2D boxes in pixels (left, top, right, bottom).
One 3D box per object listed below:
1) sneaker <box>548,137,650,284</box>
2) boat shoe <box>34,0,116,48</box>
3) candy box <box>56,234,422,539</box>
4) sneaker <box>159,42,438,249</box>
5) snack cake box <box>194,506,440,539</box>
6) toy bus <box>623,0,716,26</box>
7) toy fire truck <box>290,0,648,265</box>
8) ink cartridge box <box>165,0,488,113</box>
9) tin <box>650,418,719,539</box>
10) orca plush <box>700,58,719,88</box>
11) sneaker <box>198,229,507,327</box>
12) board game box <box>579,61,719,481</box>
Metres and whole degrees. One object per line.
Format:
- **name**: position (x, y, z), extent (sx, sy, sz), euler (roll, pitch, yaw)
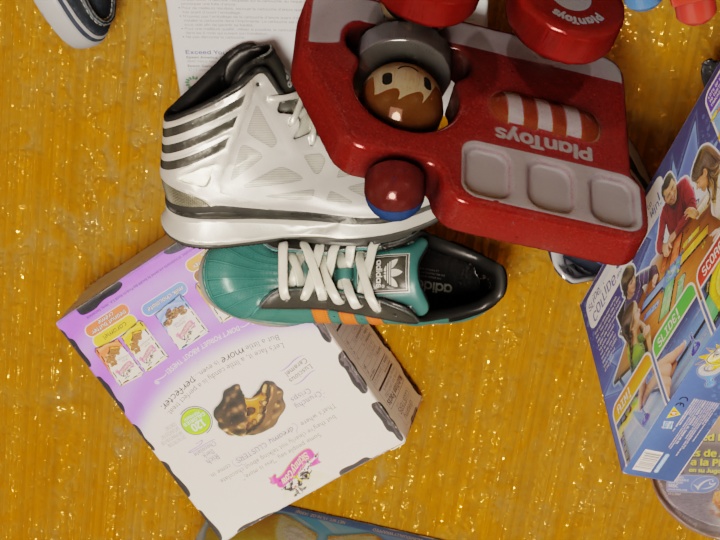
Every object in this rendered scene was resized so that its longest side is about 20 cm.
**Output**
- **sneaker**: position (0.179, 0.003, 0.965), extent (0.070, 0.109, 0.201), euler (-32, 102, 23)
- **boat shoe**: position (-0.170, -0.242, 0.963), extent (0.090, 0.071, 0.202), euler (-7, 109, 20)
- **candy box**: position (-0.082, 0.063, 1.072), extent (0.167, 0.072, 0.201), euler (-30, 102, 22)
- **sneaker**: position (-0.026, -0.080, 0.944), extent (0.199, 0.076, 0.116), euler (-7, 122, -10)
- **snack cake box**: position (-0.025, 0.235, 1.107), extent (0.198, 0.115, 0.068), euler (11, 114, 8)
- **toy bus**: position (0.152, -0.238, 0.843), extent (0.135, 0.201, 0.193), euler (-14, 128, 12)
- **toy fire truck**: position (0.060, -0.089, 0.853), extent (0.198, 0.169, 0.112), euler (12, 138, -11)
- **ink cartridge box**: position (-0.020, -0.178, 0.919), extent (0.194, 0.044, 0.201), euler (2, 137, 4)
- **tin**: position (0.294, 0.125, 1.030), extent (0.198, 0.042, 0.113), euler (1, 116, 12)
- **orca plush**: position (0.254, -0.114, 0.894), extent (0.071, 0.105, 0.201), euler (-33, 137, -10)
- **sneaker**: position (0.000, 0.000, 0.978), extent (0.198, 0.080, 0.072), euler (1, 84, -21)
- **board game box**: position (0.183, -0.004, 0.824), extent (0.034, 0.136, 0.201), euler (11, 130, -15)
